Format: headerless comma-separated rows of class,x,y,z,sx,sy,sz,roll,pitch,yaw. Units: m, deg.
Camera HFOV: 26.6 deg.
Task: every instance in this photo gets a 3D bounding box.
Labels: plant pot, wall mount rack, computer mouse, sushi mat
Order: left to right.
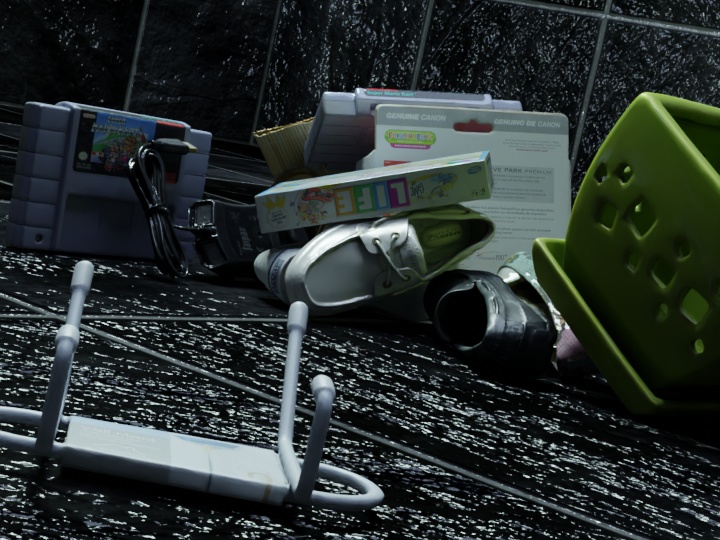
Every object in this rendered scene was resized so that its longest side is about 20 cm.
wall mount rack,-0.083,0.053,0.719,0.199,0.075,0.174,12,6,-10
computer mouse,-0.135,-0.051,1.388,0.046,0.141,0.200,-31,-19,36
sushi mat,-0.038,-0.089,1.635,0.095,0.200,0.012,-17,46,7
plant pot,0.262,0.002,1.172,0.199,0.182,0.200,4,46,-48

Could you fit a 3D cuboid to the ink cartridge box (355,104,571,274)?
ink cartridge box,0.099,-0.064,1.475,0.199,0.177,0.084,3,-5,-12

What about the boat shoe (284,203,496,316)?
boat shoe,0.029,-0.016,1.287,0.199,0.071,0.069,-24,13,-30

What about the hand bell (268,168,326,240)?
hand bell,-0.007,-0.029,1.646,0.200,0.105,0.104,22,-2,-43

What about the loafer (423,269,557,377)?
loafer,0.092,0.034,1.249,0.070,0.068,0.200,18,6,-22

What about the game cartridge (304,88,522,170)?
game cartridge,0.051,-0.138,1.526,0.199,0.039,0.130,2,-26,-11

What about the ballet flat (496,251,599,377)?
ballet flat,0.148,0.036,1.305,0.071,0.069,0.200,-11,25,-16

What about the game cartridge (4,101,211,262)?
game cartridge,-0.220,-0.077,1.361,0.038,0.130,0.200,18,9,41

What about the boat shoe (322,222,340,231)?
boat shoe,0.038,-0.010,1.593,0.068,0.072,0.200,34,17,32

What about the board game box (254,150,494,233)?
board game box,0.017,-0.071,1.346,0.199,0.034,0.134,-8,7,8

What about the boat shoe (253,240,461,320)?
boat shoe,0.000,0.000,1.356,0.199,0.074,0.065,8,10,-33
